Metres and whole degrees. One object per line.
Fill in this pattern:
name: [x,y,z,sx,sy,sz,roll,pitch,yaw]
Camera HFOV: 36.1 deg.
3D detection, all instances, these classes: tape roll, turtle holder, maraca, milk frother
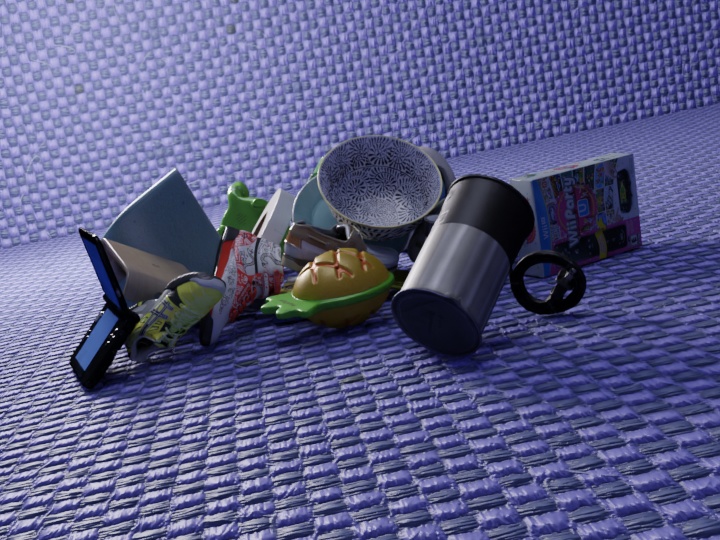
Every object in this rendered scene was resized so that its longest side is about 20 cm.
tape roll: [-0.170,-0.045,1.906,0.037,0.205,0.203,28,5,-10]
turtle holder: [-0.207,-0.072,2.124,0.184,0.143,0.132,31,4,14]
maraca: [-0.044,0.031,1.546,0.197,0.109,0.136,-18,14,-31]
milk frother: [0.160,0.025,1.329,0.197,0.182,0.190,21,58,14]

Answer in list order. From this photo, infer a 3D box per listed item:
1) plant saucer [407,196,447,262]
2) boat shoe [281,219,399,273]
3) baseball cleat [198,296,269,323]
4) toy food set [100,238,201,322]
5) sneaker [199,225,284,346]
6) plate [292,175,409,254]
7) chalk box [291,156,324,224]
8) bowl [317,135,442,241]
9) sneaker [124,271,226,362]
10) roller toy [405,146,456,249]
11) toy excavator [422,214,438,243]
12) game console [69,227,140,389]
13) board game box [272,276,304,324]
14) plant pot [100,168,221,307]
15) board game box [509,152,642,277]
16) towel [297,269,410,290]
plant saucer: [0.161,-0.080,1.806,0.197,0.051,0.201,-20,-25,-9]
boat shoe: [-0.022,-0.033,1.655,0.197,0.070,0.074,2,16,-34]
baseball cleat: [-0.222,0.054,1.759,0.198,0.071,0.106,-18,10,35]
toy food set: [-0.325,0.020,1.703,0.142,0.061,0.200,20,10,-32]
sneaker: [-0.173,0.032,1.655,0.106,0.204,0.067,17,-35,-12]
plate: [-0.016,-0.078,1.809,0.197,0.203,0.026,-14,-27,-17]
chalk box: [-0.035,-0.102,1.921,0.123,0.201,0.125,-19,-26,-38]
bowl: [0.027,-0.112,1.759,0.196,0.095,0.203,3,49,-4]
sneaker: [-0.260,0.069,1.563,0.199,0.078,0.075,-32,-42,34]
roller toy: [0.099,-0.137,2.114,0.138,0.203,0.183,-16,46,-29]
toy excavator: [0.153,-0.008,1.622,0.191,0.102,0.199,-10,23,-30]
game console: [-0.387,0.049,1.555,0.177,0.116,0.200,-57,20,-7]
board game box: [-0.061,0.036,1.745,0.133,0.035,0.200,-10,10,6]
plant pot: [-0.353,-0.026,1.911,0.198,0.198,0.196,-34,3,-13]
board game box: [0.329,-0.086,1.680,0.197,0.151,0.064,-16,13,-25]
towel: [0.000,0.000,1.713,0.196,0.018,0.086,10,19,-4]
